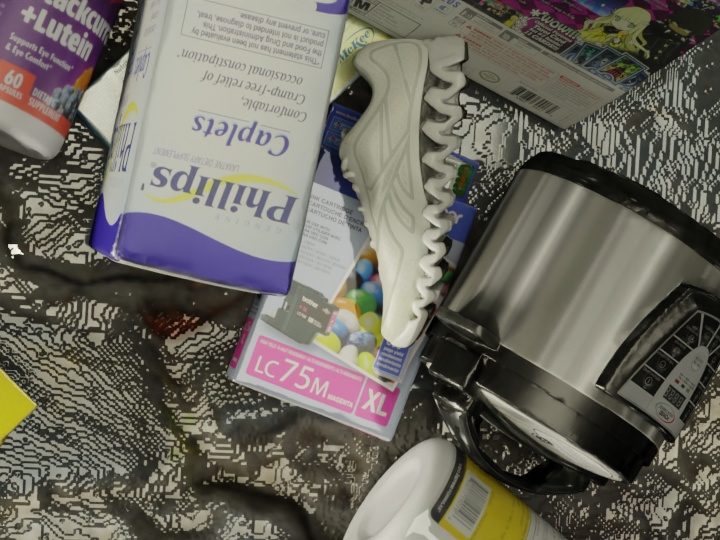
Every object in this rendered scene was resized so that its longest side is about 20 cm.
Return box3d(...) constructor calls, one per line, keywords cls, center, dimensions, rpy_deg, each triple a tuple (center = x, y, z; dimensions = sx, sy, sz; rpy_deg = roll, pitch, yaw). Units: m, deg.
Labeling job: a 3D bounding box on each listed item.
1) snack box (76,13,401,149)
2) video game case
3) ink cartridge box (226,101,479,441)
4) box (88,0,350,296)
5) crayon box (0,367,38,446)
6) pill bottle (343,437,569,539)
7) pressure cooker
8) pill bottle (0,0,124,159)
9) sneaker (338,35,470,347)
box3d(cls="snack box", center=(-0.081, -0.134, 1.142), dimensions=(0.200, 0.037, 0.116), rpy_deg=(-43, 100, -7))
box3d(cls="video game case", center=(0.108, -0.177, 1.091), dimensions=(0.199, 0.181, 0.036), rpy_deg=(25, 60, -22))
box3d(cls="ink cartridge box", center=(0.000, 0.000, 1.163), dimensions=(0.118, 0.042, 0.202), rpy_deg=(21, 86, -11))
box3d(cls="box", center=(-0.088, -0.096, 1.029), dimensions=(0.104, 0.184, 0.202), rpy_deg=(11, 90, -13))
box3d(cls="crayon box", center=(-0.304, 0.100, 1.071), dimensions=(0.200, 0.051, 0.127), rpy_deg=(-42, 99, 12))
box3d(cls="pill bottle", center=(0.092, 0.213, 1.149), dimensions=(0.200, 0.112, 0.112), rpy_deg=(40, 84, -10))
box3d(cls="pressure cooker", center=(0.137, 0.047, 1.123), dimensions=(0.175, 0.179, 0.201), rpy_deg=(31, 85, 1))
box3d(cls="pill bottle", center=(-0.202, -0.182, 1.077), dimensions=(0.110, 0.111, 0.202), rpy_deg=(23, 84, -11))
box3d(cls="sneaker", center=(0.024, -0.052, 1.116), dimensions=(0.080, 0.075, 0.203), rpy_deg=(5, 90, 3))
